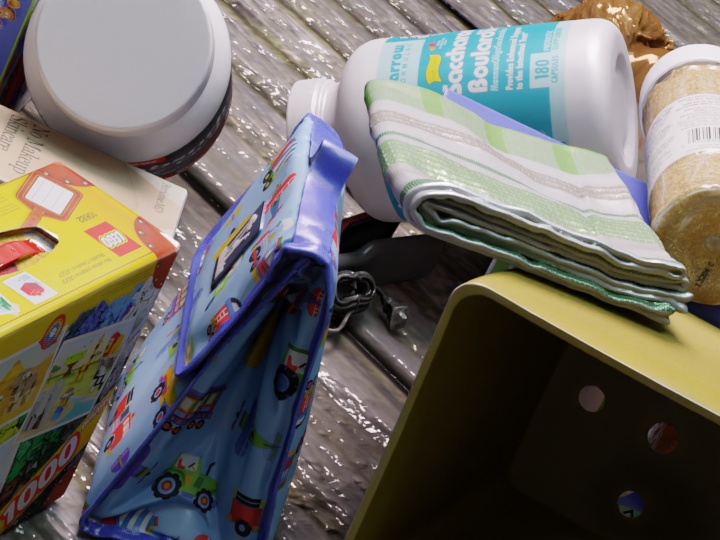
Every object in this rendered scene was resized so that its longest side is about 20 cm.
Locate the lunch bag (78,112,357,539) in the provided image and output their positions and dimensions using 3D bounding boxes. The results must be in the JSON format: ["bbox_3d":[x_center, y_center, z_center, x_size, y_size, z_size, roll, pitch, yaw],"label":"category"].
[{"bbox_3d":[-0.047,0.028,1.289,0.094,0.201,0.151,24,24,-8],"label":"lunch bag"}]

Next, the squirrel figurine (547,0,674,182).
[{"bbox_3d":[0.209,-0.110,1.870,0.201,0.141,0.186,60,24,9],"label":"squirrel figurine"}]

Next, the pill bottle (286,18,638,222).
[{"bbox_3d":[0.060,-0.087,1.596,0.199,0.112,0.111,-4,19,15],"label":"pill bottle"}]

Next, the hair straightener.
[{"bbox_3d":[0.000,0.000,1.583,0.077,0.041,0.200,38,20,20],"label":"hair straightener"}]

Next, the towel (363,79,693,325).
[{"bbox_3d":[0.078,-0.043,1.320,0.148,0.031,0.200,21,17,-13],"label":"towel"}]

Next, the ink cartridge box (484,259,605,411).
[{"bbox_3d":[0.085,0.040,1.467,0.076,0.148,0.200,36,26,19],"label":"ink cartridge box"}]

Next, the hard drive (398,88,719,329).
[{"bbox_3d":[0.123,-0.024,1.422,0.199,0.025,0.132,25,25,-2],"label":"hard drive"}]

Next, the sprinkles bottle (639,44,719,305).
[{"bbox_3d":[0.183,-0.054,1.426,0.068,0.068,0.200,24,25,-7],"label":"sprinkles bottle"}]

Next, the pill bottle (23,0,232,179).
[{"bbox_3d":[-0.129,-0.114,1.500,0.115,0.116,0.200,27,-4,0],"label":"pill bottle"}]

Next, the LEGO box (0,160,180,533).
[{"bbox_3d":[-0.180,0.051,1.168,0.077,0.149,0.200,33,25,13],"label":"LEGO box"}]

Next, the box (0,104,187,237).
[{"bbox_3d":[-0.199,-0.035,1.405,0.199,0.078,0.095,24,23,-8],"label":"box"}]

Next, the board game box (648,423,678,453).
[{"bbox_3d":[0.304,0.053,1.497,0.199,0.200,0.200,30,60,-5],"label":"board game box"}]

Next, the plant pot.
[{"bbox_3d":[0.124,0.110,1.294,0.199,0.201,0.176,28,23,12],"label":"plant pot"}]

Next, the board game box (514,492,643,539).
[{"bbox_3d":[0.180,0.198,1.401,0.200,0.029,0.134,39,27,24],"label":"board game box"}]

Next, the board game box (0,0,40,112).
[{"bbox_3d":[-0.200,-0.152,1.567,0.045,0.135,0.200,26,25,-1],"label":"board game box"}]
